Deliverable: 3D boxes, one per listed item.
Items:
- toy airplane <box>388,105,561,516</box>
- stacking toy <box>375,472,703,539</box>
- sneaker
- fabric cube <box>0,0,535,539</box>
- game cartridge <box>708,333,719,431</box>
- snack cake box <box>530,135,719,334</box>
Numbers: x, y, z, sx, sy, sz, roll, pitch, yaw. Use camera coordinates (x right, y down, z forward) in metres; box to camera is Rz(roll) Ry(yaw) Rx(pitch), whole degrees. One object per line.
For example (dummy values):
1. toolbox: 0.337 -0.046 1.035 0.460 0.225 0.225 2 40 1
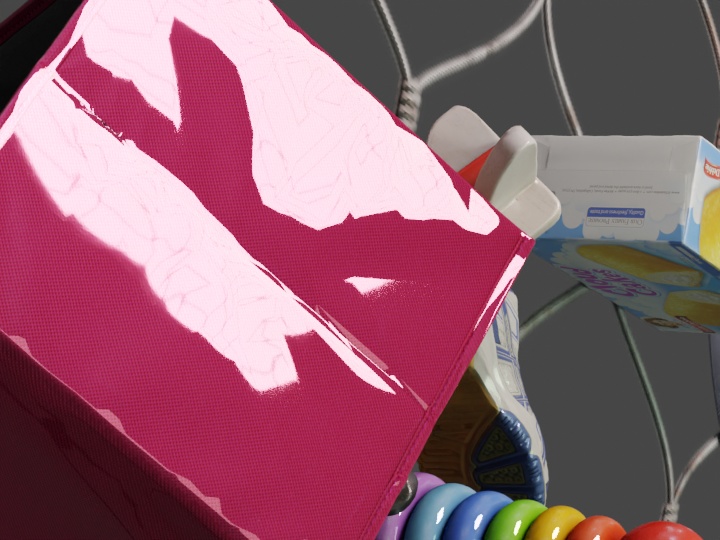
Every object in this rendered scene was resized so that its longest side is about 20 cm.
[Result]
1. toy airplane: 0.000 0.000 1.226 0.199 0.141 0.200 -35 147 -60
2. stacking toy: 0.086 0.146 1.318 0.085 0.200 0.086 0 91 -56
3. sneaker: 0.066 0.052 1.402 0.088 0.075 0.200 -58 138 -46
4. fabric cube: -0.094 0.021 0.990 0.199 0.196 0.200 42 53 -17
5. game cartridge: 0.282 0.069 1.764 0.133 0.041 0.200 -35 119 -55
6. snack cake box: 0.189 -0.018 1.549 0.200 0.115 0.067 28 68 -53
